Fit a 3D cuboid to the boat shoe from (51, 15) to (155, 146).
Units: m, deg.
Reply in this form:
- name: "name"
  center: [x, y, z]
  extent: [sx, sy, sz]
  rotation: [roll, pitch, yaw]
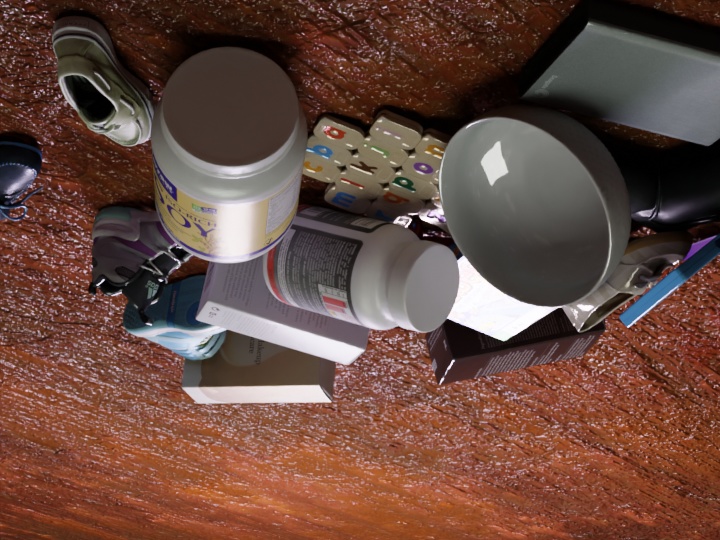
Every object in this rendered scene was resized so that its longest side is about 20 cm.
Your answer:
- name: "boat shoe"
  center: [-0.248, -0.163, 1.317]
  extent: [0.072, 0.062, 0.200]
  rotation: [-1, 157, 12]

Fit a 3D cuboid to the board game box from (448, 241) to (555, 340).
- name: "board game box"
  center: [0.153, 0.009, 1.524]
  extent: [0.135, 0.035, 0.200]
  rotation: [22, 151, -16]

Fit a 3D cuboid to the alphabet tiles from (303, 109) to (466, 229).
- name: "alphabet tiles"
  center: [0.034, -0.101, 1.443]
  extent: [0.195, 0.015, 0.200]
  rotation: [20, 154, -10]

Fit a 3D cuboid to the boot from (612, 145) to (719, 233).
- name: "boot"
  center: [0.281, -0.090, 1.377]
  extent: [0.162, 0.074, 0.198]
  rotation: [11, 162, -20]

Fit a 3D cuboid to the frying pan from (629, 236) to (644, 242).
- name: "frying pan"
  center: [0.271, -0.028, 1.506]
  extent: [0.114, 0.031, 0.190]
  rotation: [-2, 180, -14]

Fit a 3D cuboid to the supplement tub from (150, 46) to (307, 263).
- name: "supplement tub"
  center: [-0.125, -0.107, 1.321]
  extent: [0.145, 0.146, 0.200]
  rotation: [6, 157, -4]

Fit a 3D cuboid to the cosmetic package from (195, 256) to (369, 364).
- name: "cosmetic package"
  center: [-0.086, 0.032, 1.668]
  extent: [0.199, 0.102, 0.071]
  rotation: [18, 154, -13]

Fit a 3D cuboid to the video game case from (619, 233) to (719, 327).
- name: "video game case"
  center: [0.360, -0.025, 1.412]
  extent: [0.200, 0.018, 0.143]
  rotation: [-35, 170, -23]

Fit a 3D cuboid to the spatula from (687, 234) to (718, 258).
- name: "spatula"
  center: [0.318, -0.020, 1.594]
  extent: [0.199, 0.021, 0.056]
  rotation: [-4, 168, 24]

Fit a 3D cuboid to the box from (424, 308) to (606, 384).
- name: "box"
  center: [0.188, 0.077, 1.711]
  extent: [0.199, 0.075, 0.100]
  rotation: [-12, 160, -13]

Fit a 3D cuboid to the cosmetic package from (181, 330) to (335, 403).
- name: "cosmetic package"
  center: [-0.137, 0.124, 1.910]
  extent: [0.199, 0.106, 0.071]
  rotation: [-3, 155, 14]

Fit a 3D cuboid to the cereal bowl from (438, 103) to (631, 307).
- name: "cereal bowl"
  center: [0.175, -0.069, 1.320]
  extent: [0.083, 0.201, 0.200]
  rotation: [-31, -178, -38]

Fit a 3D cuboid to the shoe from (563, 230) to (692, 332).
- name: "shoe"
  center: [0.287, 0.012, 1.497]
  extent: [0.070, 0.054, 0.200]
  rotation: [-2, 160, -32]

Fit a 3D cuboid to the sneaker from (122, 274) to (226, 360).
- name: "sneaker"
  center: [-0.201, 0.066, 1.823]
  extent: [0.199, 0.080, 0.130]
  rotation: [-3, 156, 40]

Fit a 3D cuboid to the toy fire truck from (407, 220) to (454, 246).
- name: "toy fire truck"
  center: [0.122, -0.035, 1.552]
  extent: [0.199, 0.049, 0.141]
  rotation: [6, 149, 11]

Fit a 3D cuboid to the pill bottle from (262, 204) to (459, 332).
- name: "pill bottle"
  center: [0.000, 0.000, 1.507]
  extent: [0.200, 0.116, 0.116]
  rotation: [15, 167, 39]

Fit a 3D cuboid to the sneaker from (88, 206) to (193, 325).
- name: "sneaker"
  center: [-0.222, -0.006, 1.575]
  extent: [0.199, 0.140, 0.078]
  rotation: [-9, 153, 29]

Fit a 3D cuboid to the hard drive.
- name: "hard drive"
  center: [0.259, -0.174, 1.239]
  extent: [0.199, 0.033, 0.140]
  rotation: [12, 156, -16]

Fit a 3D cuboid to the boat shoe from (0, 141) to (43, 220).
- name: "boat shoe"
  center: [-0.403, -0.080, 1.530]
  extent: [0.084, 0.069, 0.200]
  rotation: [17, 154, -26]
